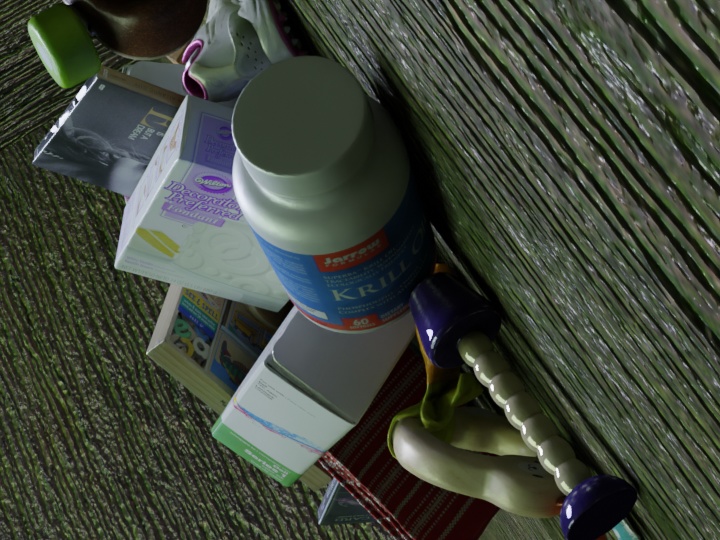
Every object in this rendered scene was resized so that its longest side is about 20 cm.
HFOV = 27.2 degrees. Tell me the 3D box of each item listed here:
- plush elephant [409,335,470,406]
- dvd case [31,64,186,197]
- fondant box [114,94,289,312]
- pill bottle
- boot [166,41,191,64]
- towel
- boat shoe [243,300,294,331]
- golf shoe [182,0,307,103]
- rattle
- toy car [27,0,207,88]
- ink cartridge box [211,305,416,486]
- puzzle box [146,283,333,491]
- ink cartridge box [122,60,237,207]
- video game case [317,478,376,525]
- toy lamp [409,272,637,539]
[{"bbox_3d":[0.015,0.127,1.444,0.200,0.154,0.165,55,175,32],"label":"plush elephant"},{"bbox_3d":[-0.137,-0.085,1.152,0.149,0.199,0.016,-36,42,52],"label":"dvd case"},{"bbox_3d":[-0.095,-0.045,1.140,0.200,0.143,0.059,133,149,-57],"label":"fondant box"},{"bbox_3d":[-0.018,-0.047,0.946,0.113,0.112,0.200,55,176,27],"label":"pill bottle"},{"bbox_3d":[-0.095,-0.156,1.419,0.201,0.071,0.144,38,179,39],"label":"boot"},{"bbox_3d":[0.040,0.147,1.276,0.200,0.145,0.023,45,145,4],"label":"towel"},{"bbox_3d":[-0.043,0.032,1.335,0.199,0.064,0.072,12,-102,-50],"label":"boat shoe"},{"bbox_3d":[-0.103,-0.175,1.139,0.076,0.091,0.200,57,177,-17],"label":"golf shoe"},{"bbox_3d":[0.115,0.098,1.003,0.130,0.144,0.200,22,-179,-35],"label":"rattle"},{"bbox_3d":[-0.157,-0.235,0.965,0.158,0.164,0.200,57,166,5],"label":"toy car"},{"bbox_3d":[-0.028,0.068,1.153,0.084,0.145,0.200,35,153,-2],"label":"ink cartridge box"},{"bbox_3d":[-0.091,0.084,1.290,0.200,0.025,0.133,42,-150,-22],"label":"puzzle box"},{"bbox_3d":[-0.126,-0.083,1.265,0.200,0.145,0.083,92,-178,-64],"label":"ink cartridge box"},{"bbox_3d":[0.043,0.197,1.404,0.200,0.142,0.019,111,155,-61],"label":"video game case"},{"bbox_3d":[0.094,0.080,0.936,0.200,0.058,0.058,56,175,35],"label":"toy lamp"}]
